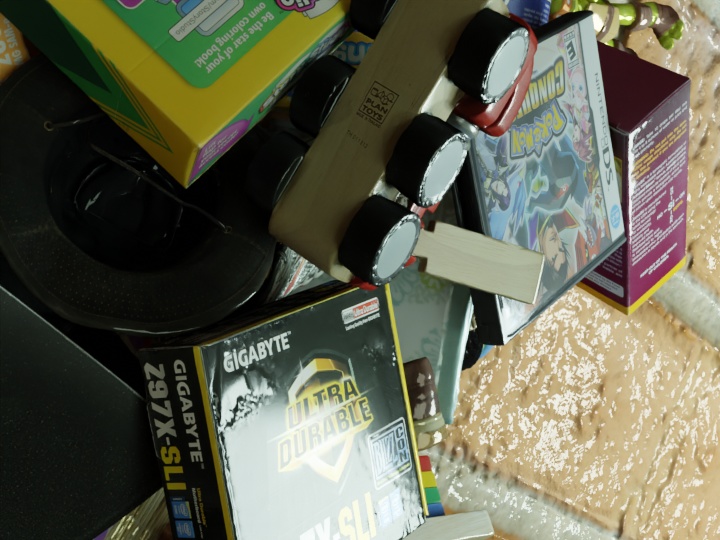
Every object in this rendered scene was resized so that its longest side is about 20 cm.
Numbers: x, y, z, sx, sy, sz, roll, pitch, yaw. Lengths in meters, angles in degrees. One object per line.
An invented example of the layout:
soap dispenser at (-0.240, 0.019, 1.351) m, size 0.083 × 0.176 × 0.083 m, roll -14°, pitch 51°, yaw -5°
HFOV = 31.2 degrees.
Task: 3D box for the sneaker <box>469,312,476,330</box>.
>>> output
sneaker at (0.011, -0.027, 1.002) m, size 0.071 × 0.112 × 0.201 m, roll -32°, pitch 89°, yaw -28°

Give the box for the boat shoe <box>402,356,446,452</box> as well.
boat shoe at (-0.038, 0.089, 0.886) m, size 0.072 × 0.197 × 0.073 m, roll -19°, pitch 102°, yaw -61°

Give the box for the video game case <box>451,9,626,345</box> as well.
video game case at (0.126, -0.071, 0.913) m, size 0.199 × 0.025 × 0.183 m, roll -33°, pitch 118°, yaw -48°

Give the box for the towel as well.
towel at (0.000, 0.000, 0.921) m, size 0.048 × 0.168 × 0.203 m, roll -41°, pitch 140°, yaw -80°

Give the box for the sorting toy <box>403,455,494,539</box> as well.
sorting toy at (-0.044, 0.194, 0.924) m, size 0.198 × 0.198 × 0.070 m, roll 2°, pitch 64°, yaw -43°

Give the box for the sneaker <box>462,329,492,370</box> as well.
sneaker at (0.109, -0.010, 1.041) m, size 0.078 × 0.065 × 0.202 m, roll -46°, pitch 163°, yaw -47°

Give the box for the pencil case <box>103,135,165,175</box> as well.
pencil case at (-0.148, -0.136, 0.824) m, size 0.088 × 0.078 × 0.203 m, roll -14°, pitch 108°, yaw -22°

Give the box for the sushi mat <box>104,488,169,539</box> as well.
sushi mat at (-0.150, 0.132, 0.922) m, size 0.096 × 0.012 × 0.201 m, roll 43°, pitch 72°, yaw -37°

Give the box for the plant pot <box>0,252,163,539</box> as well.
plant pot at (-0.239, 0.073, 0.726) m, size 0.178 × 0.199 × 0.200 m, roll -48°, pitch 127°, yaw -3°

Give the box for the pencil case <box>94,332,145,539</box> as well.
pencil case at (-0.183, 0.125, 0.846) m, size 0.201 × 0.085 × 0.084 m, roll -53°, pitch 154°, yaw -17°

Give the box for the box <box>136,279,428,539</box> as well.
box at (-0.036, 0.100, 0.743) m, size 0.199 × 0.049 × 0.162 m, roll -18°, pitch 101°, yaw -58°

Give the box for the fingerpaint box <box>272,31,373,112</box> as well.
fingerpaint box at (-0.011, -0.189, 0.880) m, size 0.197 × 0.073 × 0.170 m, roll 4°, pitch 94°, yaw -17°

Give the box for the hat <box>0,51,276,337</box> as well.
hat at (-0.140, -0.036, 0.750) m, size 0.198 × 0.081 × 0.203 m, roll 16°, pitch 53°, yaw -23°

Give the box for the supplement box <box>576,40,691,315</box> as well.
supplement box at (0.208, -0.078, 1.085) m, size 0.085 × 0.110 × 0.202 m, roll -37°, pitch 139°, yaw -25°

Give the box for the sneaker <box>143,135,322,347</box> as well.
sneaker at (-0.058, -0.016, 0.832) m, size 0.077 × 0.082 × 0.201 m, roll 35°, pitch 63°, yaw 0°

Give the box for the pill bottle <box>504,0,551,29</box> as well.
pill bottle at (0.087, -0.175, 0.996) m, size 0.111 × 0.111 × 0.203 m, roll 4°, pitch 96°, yaw -41°

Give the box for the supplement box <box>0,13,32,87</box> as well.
supplement box at (-0.294, -0.133, 0.701) m, size 0.199 × 0.073 × 0.128 m, roll -30°, pitch 117°, yaw -32°

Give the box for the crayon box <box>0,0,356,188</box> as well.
crayon box at (-0.091, -0.176, 0.732) m, size 0.172 × 0.058 × 0.200 m, roll 43°, pitch 63°, yaw 1°

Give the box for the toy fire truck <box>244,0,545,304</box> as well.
toy fire truck at (0.052, -0.062, 0.773) m, size 0.177 × 0.128 × 0.200 m, roll -59°, pitch 158°, yaw 2°

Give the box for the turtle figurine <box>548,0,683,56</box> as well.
turtle figurine at (0.199, -0.206, 1.119) m, size 0.160 × 0.064 × 0.202 m, roll 11°, pitch 114°, yaw -45°
